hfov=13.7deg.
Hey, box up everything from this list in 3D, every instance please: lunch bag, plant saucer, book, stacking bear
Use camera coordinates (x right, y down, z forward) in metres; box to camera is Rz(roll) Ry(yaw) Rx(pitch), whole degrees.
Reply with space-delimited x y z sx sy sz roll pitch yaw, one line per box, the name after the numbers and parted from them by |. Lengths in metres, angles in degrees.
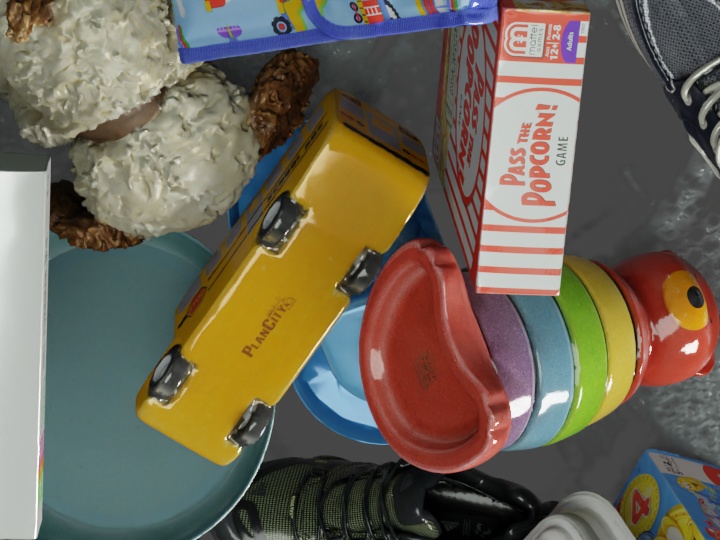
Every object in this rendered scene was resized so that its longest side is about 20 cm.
-0.006 -0.190 1.484 0.200 0.094 0.151 -3 101 44 | lunch bag
-0.142 0.066 1.708 0.200 0.027 0.200 1 92 13 | plant saucer
-0.224 0.036 1.511 0.133 0.048 0.200 3 110 0 | book
0.110 0.038 1.629 0.114 0.200 0.122 -41 65 54 | stacking bear

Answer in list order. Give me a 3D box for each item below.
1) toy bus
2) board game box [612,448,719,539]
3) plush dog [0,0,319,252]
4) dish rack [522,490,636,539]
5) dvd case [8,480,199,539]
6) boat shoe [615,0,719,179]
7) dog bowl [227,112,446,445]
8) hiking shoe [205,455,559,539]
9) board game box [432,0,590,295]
-0.044 0.005 1.616 0.065 0.078 0.200 30 109 -17 | toy bus
0.172 0.237 1.683 0.056 0.196 0.200 16 114 -27 | board game box
-0.121 -0.099 1.598 0.200 0.161 0.172 -30 107 15 | plush dog
0.102 0.239 1.643 0.200 0.043 0.172 -53 56 35 | dish rack
-0.135 0.215 1.739 0.200 0.025 0.150 49 112 24 | dvd case
0.205 -0.091 1.606 0.075 0.093 0.200 -35 105 17 | boat shoe
0.000 0.000 1.686 0.111 0.050 0.200 -18 108 12 | dog bowl
0.012 0.131 1.703 0.200 0.076 0.101 3 155 -4 | hiking shoe
0.076 -0.095 1.557 0.046 0.200 0.152 2 112 -6 | board game box
